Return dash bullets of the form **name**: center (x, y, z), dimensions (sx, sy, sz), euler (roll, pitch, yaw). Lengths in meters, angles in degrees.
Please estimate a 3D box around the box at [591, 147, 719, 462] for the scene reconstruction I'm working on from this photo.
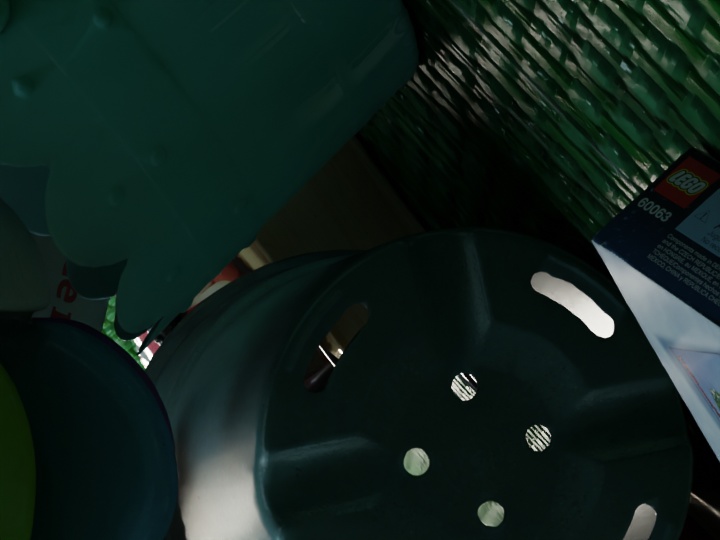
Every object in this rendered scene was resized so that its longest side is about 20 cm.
- **box**: center (0.148, 0.070, 0.510), dimensions (0.137, 0.038, 0.200), euler (39, 168, 49)

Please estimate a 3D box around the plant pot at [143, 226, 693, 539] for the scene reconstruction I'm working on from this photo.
- **plant pot**: center (0.020, 0.074, 0.736), dimensions (0.200, 0.200, 0.196), euler (48, 164, -2)

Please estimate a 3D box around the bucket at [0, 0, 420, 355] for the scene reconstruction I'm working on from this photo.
- **bucket**: center (-0.088, -0.089, 0.661), dimensions (0.207, 0.135, 0.207), euler (46, 171, 9)

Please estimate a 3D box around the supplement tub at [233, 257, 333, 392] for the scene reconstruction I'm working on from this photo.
- **supplement tub**: center (-0.081, 0.002, 1.179), dimensions (0.200, 0.107, 0.107), euler (46, 172, 15)

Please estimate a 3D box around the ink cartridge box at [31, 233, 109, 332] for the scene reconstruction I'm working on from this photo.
- **ink cartridge box**: center (-0.201, -0.004, 0.780), dimensions (0.200, 0.145, 0.083), euler (24, 153, -25)

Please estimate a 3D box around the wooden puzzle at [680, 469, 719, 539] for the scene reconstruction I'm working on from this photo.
- **wooden puzzle**: center (0.177, 0.157, 0.751), dimensions (0.185, 0.046, 0.200), euler (50, 172, -14)

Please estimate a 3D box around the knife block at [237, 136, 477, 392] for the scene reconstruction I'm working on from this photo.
- **knife block**: center (0.000, 0.000, 0.884), dimensions (0.176, 0.064, 0.200), euler (45, 171, 17)

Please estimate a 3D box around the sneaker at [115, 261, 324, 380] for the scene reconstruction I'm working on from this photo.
- **sneaker**: center (-0.085, 0.020, 0.949), dimensions (0.087, 0.074, 0.200), euler (59, 167, -19)

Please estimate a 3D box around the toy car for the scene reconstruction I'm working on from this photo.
- **toy car**: center (-0.135, 0.061, 0.641), dimensions (0.150, 0.175, 0.200), euler (5, 178, -36)

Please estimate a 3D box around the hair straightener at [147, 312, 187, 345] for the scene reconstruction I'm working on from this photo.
- **hair straightener**: center (-0.049, 0.085, 0.832), dimensions (0.200, 0.077, 0.041), euler (49, 142, -7)
